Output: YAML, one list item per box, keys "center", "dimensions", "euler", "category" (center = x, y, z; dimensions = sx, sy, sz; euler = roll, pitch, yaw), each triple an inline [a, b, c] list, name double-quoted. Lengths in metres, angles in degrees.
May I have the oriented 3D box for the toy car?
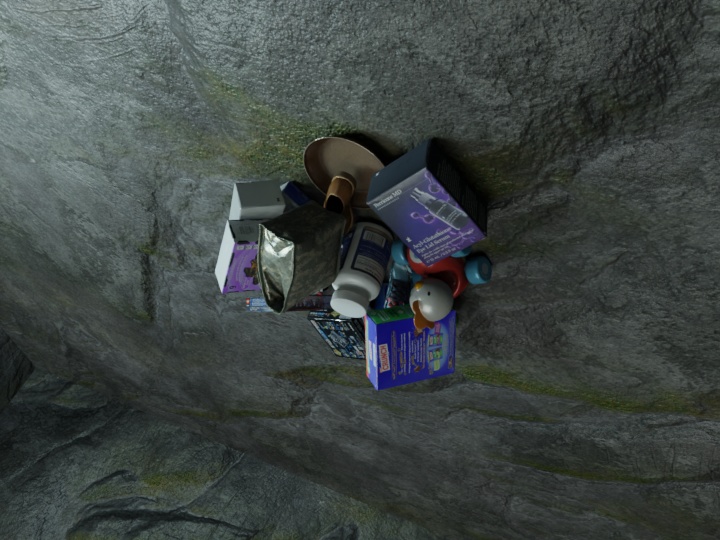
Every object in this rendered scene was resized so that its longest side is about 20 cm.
- center: [0.152, 0.031, 1.471]
  dimensions: [0.184, 0.200, 0.177]
  euler: [-8, 133, 42]
  category: "toy car"

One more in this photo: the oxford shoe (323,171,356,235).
- center: [-0.055, -0.124, 1.458]
  dimensions: [0.071, 0.071, 0.200]
  euler: [20, 149, 9]
  category: "oxford shoe"

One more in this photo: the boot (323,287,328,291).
- center: [-0.181, -0.001, 1.768]
  dimensions: [0.200, 0.068, 0.131]
  euler: [26, 163, -14]
  category: "boot"

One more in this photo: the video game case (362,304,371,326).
- center: [0.010, 0.095, 1.739]
  dimensions: [0.019, 0.143, 0.200]
  euler: [-17, 141, -5]
  category: "video game case"

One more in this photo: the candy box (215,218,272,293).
- center: [-0.210, -0.035, 1.528]
  dimensions: [0.200, 0.072, 0.168]
  euler: [-5, 140, -27]
  category: "candy box"

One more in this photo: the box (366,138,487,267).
- center: [0.132, -0.128, 1.318]
  dimensions: [0.148, 0.104, 0.200]
  euler: [-30, 120, 32]
  category: "box"

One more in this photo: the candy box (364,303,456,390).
- center: [0.114, 0.167, 1.559]
  dimensions: [0.077, 0.200, 0.169]
  euler: [-139, 43, -60]
  category: "candy box"

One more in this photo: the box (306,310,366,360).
- center: [-0.042, 0.185, 1.971]
  dimensions: [0.159, 0.046, 0.200]
  euler: [1, 140, 35]
  category: "box"

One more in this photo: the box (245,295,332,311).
- center: [-0.171, 0.083, 1.727]
  dimensions: [0.200, 0.040, 0.137]
  euler: [1, 178, -44]
  category: "box"

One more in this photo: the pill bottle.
- center: [0.000, 0.000, 1.526]
  dimensions: [0.111, 0.200, 0.111]
  euler: [13, 151, 8]
  category: "pill bottle"

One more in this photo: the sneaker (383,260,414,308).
- center: [0.099, 0.068, 1.600]
  dimensions: [0.079, 0.096, 0.200]
  euler: [3, 105, 23]
  category: "sneaker"

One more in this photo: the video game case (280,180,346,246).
- center: [-0.154, -0.110, 1.637]
  dimensions: [0.200, 0.045, 0.181]
  euler: [42, 143, -22]
  category: "video game case"

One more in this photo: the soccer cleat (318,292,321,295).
- center: [-0.199, 0.036, 1.863]
  dimensions: [0.200, 0.067, 0.076]
  euler: [33, 138, -14]
  category: "soccer cleat"

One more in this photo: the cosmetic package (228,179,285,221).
- center: [-0.241, -0.117, 1.543]
  dimensions: [0.101, 0.071, 0.200]
  euler: [-7, 154, -21]
  category: "cosmetic package"

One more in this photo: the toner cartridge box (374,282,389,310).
- center: [0.058, 0.138, 1.686]
  dimensions: [0.043, 0.200, 0.095]
  euler: [2, 142, 13]
  category: "toner cartridge box"

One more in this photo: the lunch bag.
- center: [-0.126, -0.021, 1.403]
  dimensions: [0.118, 0.164, 0.200]
  euler: [29, 129, 28]
  category: "lunch bag"

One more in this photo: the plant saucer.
- center: [-0.022, -0.210, 1.411]
  dimensions: [0.200, 0.037, 0.200]
  euler: [18, 146, 13]
  category: "plant saucer"
